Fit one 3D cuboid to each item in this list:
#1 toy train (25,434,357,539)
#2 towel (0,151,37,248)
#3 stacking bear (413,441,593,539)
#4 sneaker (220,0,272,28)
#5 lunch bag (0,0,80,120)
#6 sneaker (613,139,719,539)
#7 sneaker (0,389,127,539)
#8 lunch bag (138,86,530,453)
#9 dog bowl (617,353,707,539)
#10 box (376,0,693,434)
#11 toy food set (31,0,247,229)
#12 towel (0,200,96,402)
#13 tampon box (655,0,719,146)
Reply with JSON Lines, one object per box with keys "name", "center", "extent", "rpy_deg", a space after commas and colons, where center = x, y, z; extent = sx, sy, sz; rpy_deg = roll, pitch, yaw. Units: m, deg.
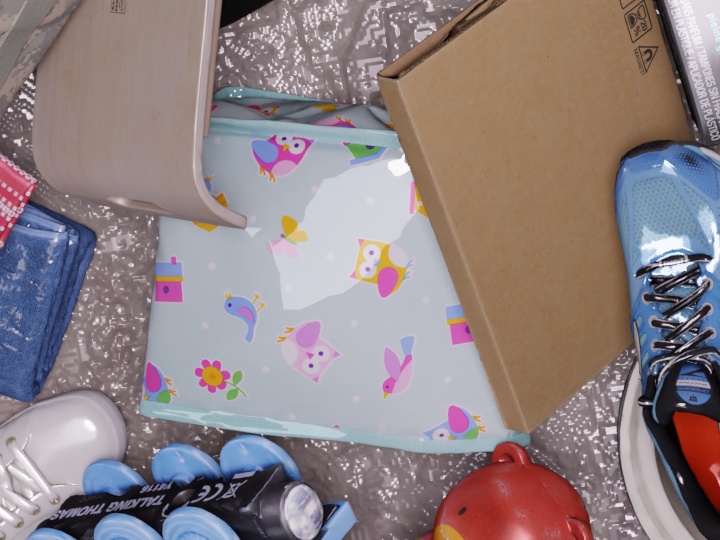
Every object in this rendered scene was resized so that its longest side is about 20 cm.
{"name": "toy train", "center": [-0.086, 0.154, 1.022], "extent": [0.199, 0.087, 0.115], "rpy_deg": [-13, 116, 39]}
{"name": "towel", "center": [-0.273, -0.009, 1.041], "extent": [0.144, 0.022, 0.200], "rpy_deg": [34, 109, -1]}
{"name": "stacking bear", "center": [0.050, 0.179, 1.008], "extent": [0.122, 0.113, 0.200], "rpy_deg": [56, 133, 35]}
{"name": "sneaker", "center": [-0.074, -0.191, 1.016], "extent": [0.201, 0.067, 0.108], "rpy_deg": [-22, 83, 19]}
{"name": "lunch bag", "center": [-0.230, -0.127, 0.886], "extent": [0.118, 0.200, 0.164], "rpy_deg": [52, 123, 18]}
{"name": "sneaker", "center": [0.165, 0.036, 0.928], "extent": [0.078, 0.090, 0.201], "rpy_deg": [-14, 98, 25]}
{"name": "sneaker", "center": [-0.211, 0.143, 1.080], "extent": [0.200, 0.085, 0.073], "rpy_deg": [-39, 92, 10]}
{"name": "lunch bag", "center": [0.000, 0.000, 1.010], "extent": [0.199, 0.122, 0.171], "rpy_deg": [7, 100, 11]}
{"name": "dog bowl", "center": [0.233, 0.078, 1.017], "extent": [0.199, 0.074, 0.201], "rpy_deg": [1, 101, 8]}
{"name": "box", "center": [0.098, -0.047, 0.954], "extent": [0.163, 0.021, 0.201], "rpy_deg": [-38, 122, -28]}
{"name": "toy food set", "center": [-0.090, -0.125, 0.940], "extent": [0.143, 0.060, 0.201], "rpy_deg": [11, 98, 50]}
{"name": "towel", "center": [-0.253, -0.007, 1.076], "extent": [0.199, 0.049, 0.112], "rpy_deg": [19, 103, 3]}
{"name": "tampon box", "center": [0.236, -0.164, 0.945], "extent": [0.199, 0.126, 0.151], "rpy_deg": [-18, 98, 10]}
